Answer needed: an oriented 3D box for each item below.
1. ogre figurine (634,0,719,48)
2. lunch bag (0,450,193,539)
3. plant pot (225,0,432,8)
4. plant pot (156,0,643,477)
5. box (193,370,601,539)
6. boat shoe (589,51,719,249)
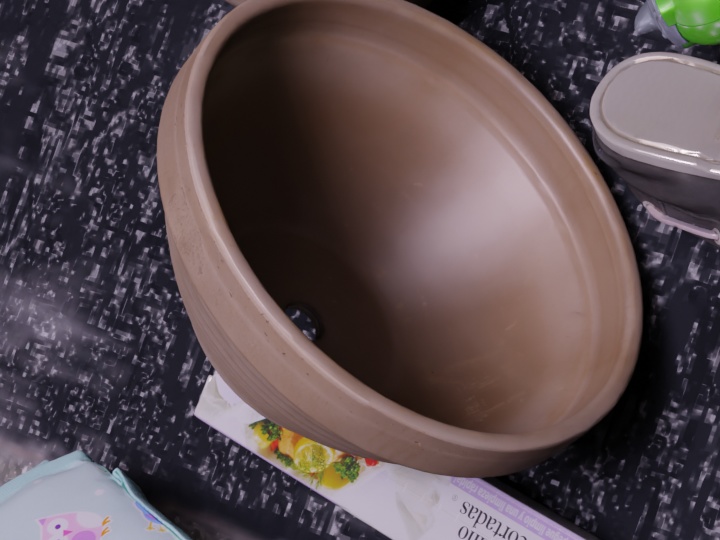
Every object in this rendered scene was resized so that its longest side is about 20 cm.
[{"bbox_3d":[0.176,-0.130,1.025,0.200,0.098,0.120,18,75,21],"label":"ogre figurine"},{"bbox_3d":[-0.117,0.185,1.085,0.170,0.122,0.200,34,94,48],"label":"lunch bag"},{"bbox_3d":[-0.001,-0.190,1.104,0.200,0.200,0.175,43,118,31],"label":"plant pot"},{"bbox_3d":[0.000,0.000,1.051,0.093,0.201,0.201,-44,57,41],"label":"plant pot"},{"bbox_3d":[0.022,0.086,1.089,0.200,0.041,0.039,29,93,31],"label":"box"},{"bbox_3d":[0.176,-0.026,1.028,0.200,0.057,0.067,23,69,28],"label":"boat shoe"}]
